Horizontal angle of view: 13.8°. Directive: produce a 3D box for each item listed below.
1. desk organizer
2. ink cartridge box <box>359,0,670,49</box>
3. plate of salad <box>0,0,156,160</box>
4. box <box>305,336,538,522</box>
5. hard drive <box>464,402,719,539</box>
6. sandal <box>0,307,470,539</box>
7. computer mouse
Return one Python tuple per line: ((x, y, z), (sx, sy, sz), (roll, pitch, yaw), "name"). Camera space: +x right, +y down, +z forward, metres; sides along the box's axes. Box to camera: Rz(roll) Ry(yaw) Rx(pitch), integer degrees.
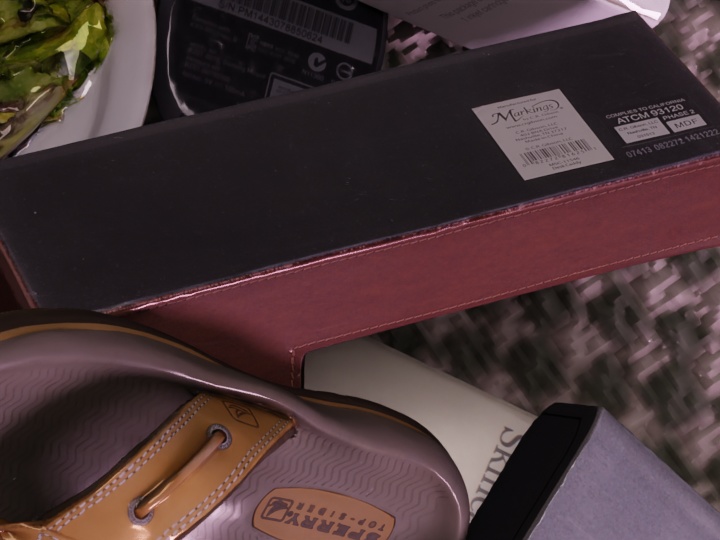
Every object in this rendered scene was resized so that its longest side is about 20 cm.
((0.000, 0.000, 0.801), (0.199, 0.077, 0.072), (-15, 40, -19), "desk organizer")
((0.004, -0.165, 0.875), (0.199, 0.083, 0.147), (22, 73, -19), "ink cartridge box")
((-0.154, -0.049, 0.858), (0.199, 0.048, 0.201), (-10, 59, 17), "plate of salad")
((-0.026, 0.055, 0.868), (0.199, 0.068, 0.083), (24, 72, 1), "box")
((0.090, 0.151, 0.829), (0.200, 0.033, 0.140), (41, 71, -25), "hard drive")
((-0.049, 0.063, 0.736), (0.199, 0.082, 0.055), (17, 28, -37), "sandal")
((0.004, -0.113, 0.937), (0.140, 0.046, 0.201), (13, 75, -21), "computer mouse")
